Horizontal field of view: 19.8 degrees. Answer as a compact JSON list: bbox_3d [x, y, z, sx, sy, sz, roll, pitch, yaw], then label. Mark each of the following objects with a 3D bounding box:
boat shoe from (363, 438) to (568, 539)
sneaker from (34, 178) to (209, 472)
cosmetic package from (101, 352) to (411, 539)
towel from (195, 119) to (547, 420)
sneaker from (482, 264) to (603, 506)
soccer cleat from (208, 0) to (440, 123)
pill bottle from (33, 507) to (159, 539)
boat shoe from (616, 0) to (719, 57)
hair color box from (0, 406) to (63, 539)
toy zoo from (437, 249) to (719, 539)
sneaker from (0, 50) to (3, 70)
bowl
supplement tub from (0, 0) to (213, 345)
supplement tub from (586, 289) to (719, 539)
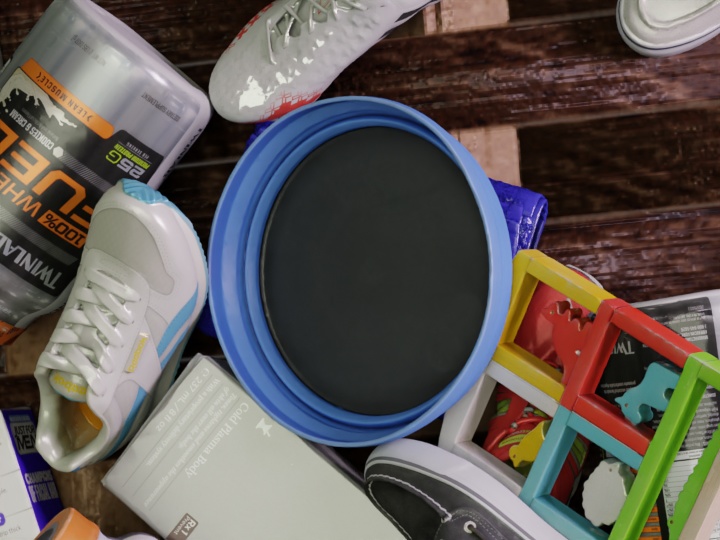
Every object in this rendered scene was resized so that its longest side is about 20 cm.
[{"bbox_3d":[0.071,0.170,1.157,0.200,0.070,0.066,36,54,20],"label":"boat shoe"},{"bbox_3d":[-0.147,0.037,1.236,0.076,0.081,0.201,27,128,18],"label":"sneaker"},{"bbox_3d":[-0.045,0.154,1.257,0.200,0.090,0.107,38,91,13],"label":"cosmetic package"},{"bbox_3d":[0.002,-0.003,1.258,0.199,0.050,0.149,18,89,21],"label":"towel"},{"bbox_3d":[0.108,0.096,1.230,0.076,0.085,0.202,13,89,10],"label":"sneaker"},{"bbox_3d":[-0.010,-0.161,1.254,0.199,0.085,0.069,-32,76,-2],"label":"soccer cleat"},{"bbox_3d":[-0.119,0.228,1.226,0.200,0.106,0.106,41,95,-12],"label":"pill bottle"},{"bbox_3d":[0.233,-0.205,1.230,0.200,0.070,0.071,-38,81,6],"label":"boat shoe"},{"bbox_3d":[-0.234,0.198,1.302,0.109,0.065,0.201,-20,85,10],"label":"hair color box"},{"bbox_3d":[0.121,0.077,1.153,0.200,0.020,0.132,33,111,31],"label":"toy zoo"},{"bbox_3d":[-0.281,-0.171,1.295,0.079,0.131,0.202,-7,86,9],"label":"sneaker"},{"bbox_3d":[0.000,0.000,1.199,0.199,0.039,0.202,0,90,34],"label":"bowl"},{"bbox_3d":[-0.194,-0.060,1.277,0.122,0.123,0.200,38,95,10],"label":"supplement tub"},{"bbox_3d":[0.200,0.113,1.186,0.122,0.122,0.202,-8,88,10],"label":"supplement tub"}]
